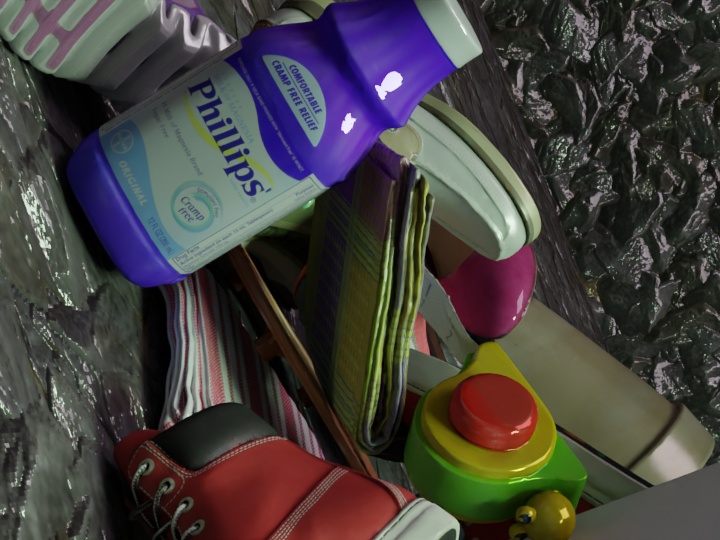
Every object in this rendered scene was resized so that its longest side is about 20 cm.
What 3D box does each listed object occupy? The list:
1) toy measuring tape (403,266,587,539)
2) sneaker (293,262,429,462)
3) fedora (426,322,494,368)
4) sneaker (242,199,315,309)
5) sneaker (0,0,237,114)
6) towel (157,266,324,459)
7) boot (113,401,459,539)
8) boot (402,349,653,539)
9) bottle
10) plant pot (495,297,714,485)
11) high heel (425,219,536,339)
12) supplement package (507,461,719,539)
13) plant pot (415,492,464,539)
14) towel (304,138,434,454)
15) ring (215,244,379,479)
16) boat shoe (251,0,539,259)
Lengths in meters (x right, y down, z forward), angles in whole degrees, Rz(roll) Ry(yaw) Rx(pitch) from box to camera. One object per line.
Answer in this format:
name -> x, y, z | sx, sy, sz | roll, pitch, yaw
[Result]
toy measuring tape -> 0.037, 0.059, 0.996 | 0.200, 0.074, 0.074 | 54, 0, 37
sneaker -> 0.019, 0.040, 1.260 | 0.200, 0.074, 0.087 | 76, 30, -46
fedora -> 0.035, 0.051, 1.390 | 0.201, 0.091, 0.201 | -22, 90, -80
sneaker -> -0.036, -0.047, 1.242 | 0.200, 0.088, 0.077 | 45, 26, -63
sneaker -> -0.130, -0.135, 1.019 | 0.200, 0.080, 0.089 | 43, 9, -50
towel -> -0.054, 0.095, 1.069 | 0.147, 0.030, 0.200 | -101, 165, -51
boot -> -0.069, 0.134, 0.846 | 0.200, 0.144, 0.073 | -42, 152, -46
boot -> 0.059, 0.138, 1.063 | 0.200, 0.144, 0.072 | 33, 3, 24
bottle -> -0.039, -0.071, 0.976 | 0.084, 0.200, 0.065 | 61, 10, 3
plant pot -> 0.138, 0.122, 1.568 | 0.174, 0.200, 0.200 | 52, 13, -3
high heel -> 0.040, -0.036, 1.237 | 0.096, 0.067, 0.200 | 38, 13, -32
supplement package -> 0.117, 0.183, 0.944 | 0.120, 0.200, 0.122 | -119, -171, -80
plant pot -> 0.091, 0.204, 1.170 | 0.188, 0.200, 0.200 | 53, 12, 0
towel -> 0.000, 0.000, 1.047 | 0.200, 0.023, 0.144 | -131, -134, -74
ring -> -0.036, 0.054, 1.129 | 0.201, 0.019, 0.200 | 59, -1, 1
boat shoe -> 0.011, -0.070, 1.175 | 0.200, 0.068, 0.075 | 42, -24, 14
